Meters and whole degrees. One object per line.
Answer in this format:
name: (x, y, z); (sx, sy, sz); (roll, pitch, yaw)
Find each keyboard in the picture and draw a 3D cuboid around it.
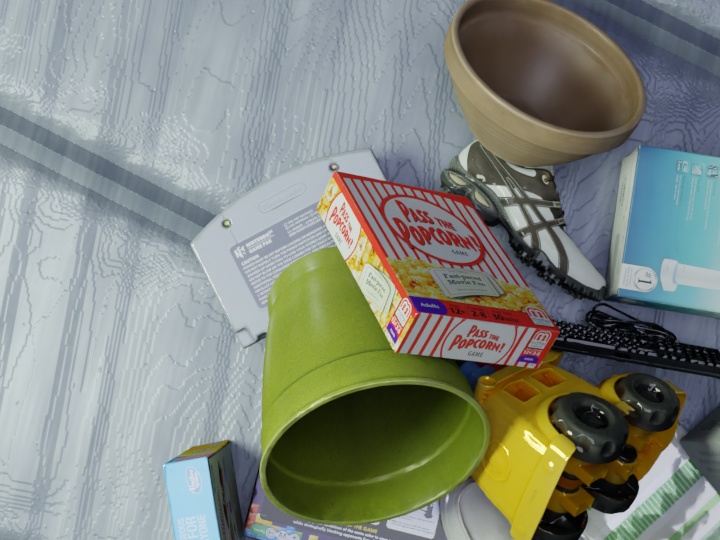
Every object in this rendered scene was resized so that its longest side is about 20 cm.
keyboard: (0.246, 0.058, 1.323); (0.198, 0.104, 0.040); (11, 101, 2)

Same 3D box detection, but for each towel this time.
towel: (0.275, 0.219, 1.357); (0.152, 0.023, 0.200); (-43, 88, -3)

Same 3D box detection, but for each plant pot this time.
plant pot: (0.162, -0.165, 1.321); (0.199, 0.093, 0.202); (15, 45, -15)
plant pot: (-0.004, 0.088, 1.237); (0.199, 0.201, 0.194); (-14, 48, -1)

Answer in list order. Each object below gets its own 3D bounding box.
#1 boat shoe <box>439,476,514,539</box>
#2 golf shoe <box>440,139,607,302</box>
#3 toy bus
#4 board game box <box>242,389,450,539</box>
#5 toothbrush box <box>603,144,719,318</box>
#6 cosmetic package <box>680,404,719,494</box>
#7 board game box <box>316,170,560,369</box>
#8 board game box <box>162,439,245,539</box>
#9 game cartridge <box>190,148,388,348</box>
boat shoe: (0.145, 0.276, 1.306); (0.071, 0.069, 0.201); (-38, 106, -23)
golf shoe: (0.173, -0.054, 1.344); (0.200, 0.078, 0.095); (41, 88, 1)
toy bus: (0.171, 0.136, 1.283); (0.192, 0.199, 0.137); (39, 129, 32)
board game box: (0.001, 0.197, 1.342); (0.198, 0.057, 0.167); (15, 85, 1)
toothbrush box: (0.346, -0.029, 1.338); (0.198, 0.085, 0.148); (8, 86, 1)
cosmetic package: (0.439, 0.158, 1.282); (0.200, 0.165, 0.165); (-39, 88, -8)
board game box: (0.064, -0.001, 1.218); (0.150, 0.200, 0.047); (8, 124, -32)
board game box: (-0.135, 0.239, 1.268); (0.040, 0.200, 0.154); (-9, 86, -1)
game cartridge: (-0.055, -0.029, 1.342); (0.199, 0.041, 0.134); (-27, 91, -2)
